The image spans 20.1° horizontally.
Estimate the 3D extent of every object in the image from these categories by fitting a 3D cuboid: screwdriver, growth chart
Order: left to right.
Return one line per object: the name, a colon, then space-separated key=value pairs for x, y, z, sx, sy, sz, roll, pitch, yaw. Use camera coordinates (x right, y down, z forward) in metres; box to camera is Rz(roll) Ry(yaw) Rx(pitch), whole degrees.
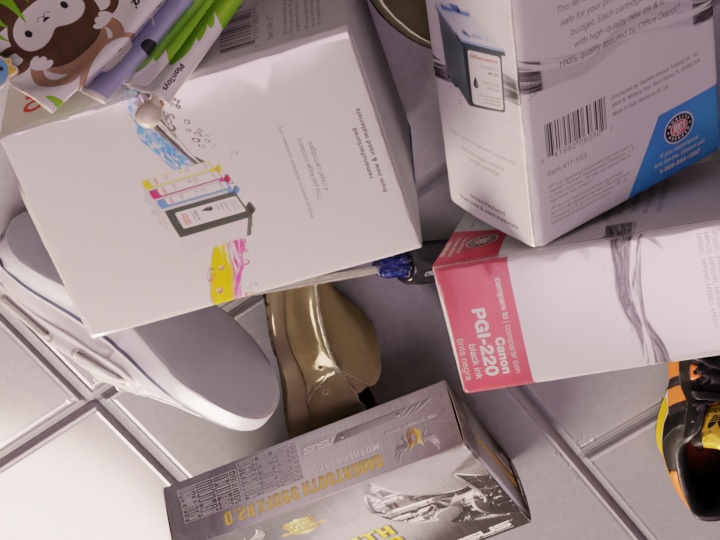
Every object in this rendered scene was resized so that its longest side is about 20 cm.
growth chart: x=-0.162 y=-0.149 z=1.074 sx=0.199 sy=0.145 sz=0.018 roll=23 pitch=160 yaw=13
screwdriver: x=0.000 y=0.000 z=1.208 sx=0.200 sy=0.028 sz=0.029 roll=-7 pitch=157 yaw=-48

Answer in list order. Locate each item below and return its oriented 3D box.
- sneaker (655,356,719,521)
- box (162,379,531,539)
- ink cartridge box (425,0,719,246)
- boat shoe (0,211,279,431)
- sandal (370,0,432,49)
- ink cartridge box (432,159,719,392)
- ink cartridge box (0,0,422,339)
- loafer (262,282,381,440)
sneaker: x=0.227 y=0.067 z=1.288 sx=0.070 sy=0.090 sz=0.201 roll=-2 pitch=122 yaw=-1
box: x=-0.005 y=0.152 z=1.317 sx=0.199 sy=0.048 sz=0.158 roll=-21 pitch=150 yaw=10
ink cartridge box: x=0.118 y=-0.137 z=1.124 sx=0.146 sy=0.086 sz=0.201 roll=-27 pitch=125 yaw=-27
boat shoe: x=-0.140 y=0.040 z=1.255 sx=0.200 sy=0.074 sz=0.065 roll=37 pitch=133 yaw=7
sandal: x=0.026 y=-0.204 z=1.120 sx=0.080 sy=0.057 sz=0.201 roll=-30 pitch=118 yaw=-6
ink cartridge box: x=0.157 y=-0.002 z=1.185 sx=0.199 sy=0.146 sz=0.085 roll=-11 pitch=104 yaw=16
ink cartridge box: x=-0.082 y=-0.079 z=1.151 sx=0.199 sy=0.147 sz=0.145 roll=-15 pitch=122 yaw=8
loafer: x=-0.024 y=0.038 z=1.274 sx=0.067 sy=0.076 sz=0.200 roll=-11 pitch=134 yaw=-3
